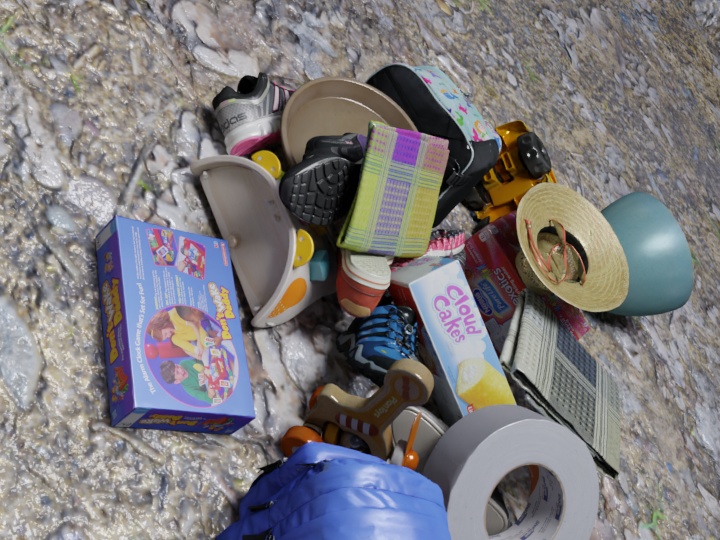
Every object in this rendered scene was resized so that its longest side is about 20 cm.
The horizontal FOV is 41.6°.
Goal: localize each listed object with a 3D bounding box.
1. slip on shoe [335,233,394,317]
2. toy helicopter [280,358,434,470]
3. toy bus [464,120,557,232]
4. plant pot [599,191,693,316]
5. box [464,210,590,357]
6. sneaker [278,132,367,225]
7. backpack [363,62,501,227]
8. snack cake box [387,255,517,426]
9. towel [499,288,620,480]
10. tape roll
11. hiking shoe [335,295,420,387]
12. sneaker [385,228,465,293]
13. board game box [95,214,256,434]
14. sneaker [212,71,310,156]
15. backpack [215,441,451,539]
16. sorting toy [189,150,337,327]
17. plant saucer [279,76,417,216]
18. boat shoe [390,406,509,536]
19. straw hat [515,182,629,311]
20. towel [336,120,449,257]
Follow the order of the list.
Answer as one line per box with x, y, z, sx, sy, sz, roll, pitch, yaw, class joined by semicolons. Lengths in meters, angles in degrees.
0.000;0.000;1.095;0.073;0.062;0.200;21;16;-6;slip on shoe
0.018;0.153;0.938;0.132;0.200;0.079;39;45;-1;toy helicopter
0.256;-0.103;1.465;0.191;0.135;0.202;18;50;-58;toy bus
0.414;-0.010;1.520;0.133;0.200;0.202;-19;73;-15;plant pot
0.215;0.033;1.322;0.095;0.099;0.201;-26;81;-51;box
-0.039;-0.107;1.040;0.087;0.077;0.199;26;27;26;sneaker
0.078;-0.176;1.278;0.201;0.178;0.150;51;34;14;backpack
0.105;0.088;1.105;0.067;0.115;0.202;-25;99;-9;snack cake box
0.249;0.137;1.166;0.193;0.034;0.200;46;28;-10;towel
0.163;0.252;1.036;0.198;0.066;0.203;-4;99;-25;tape roll
0.029;0.076;1.025;0.074;0.087;0.200;35;0;-21;hiking shoe
0.075;0.002;1.222;0.199;0.080;0.076;-20;107;-44;sneaker
-0.182;0.054;0.930;0.133;0.045;0.202;13;53;-40;board game box
-0.110;-0.209;1.183;0.199;0.073;0.088;-31;92;-48;sneaker
-0.023;0.237;0.833;0.161;0.200;0.170;17;50;-37;backpack
-0.079;-0.044;1.095;0.180;0.106;0.202;12;51;-65;sorting toy
-0.009;-0.144;1.149;0.198;0.029;0.202;13;58;-22;plant saucer
0.099;0.224;1.092;0.201;0.067;0.057;51;18;-13;boat shoe
0.252;-0.013;1.246;0.199;0.085;0.203;20;51;-26;straw hat
0.042;-0.087;1.069;0.199;0.023;0.145;0;106;-61;towel
